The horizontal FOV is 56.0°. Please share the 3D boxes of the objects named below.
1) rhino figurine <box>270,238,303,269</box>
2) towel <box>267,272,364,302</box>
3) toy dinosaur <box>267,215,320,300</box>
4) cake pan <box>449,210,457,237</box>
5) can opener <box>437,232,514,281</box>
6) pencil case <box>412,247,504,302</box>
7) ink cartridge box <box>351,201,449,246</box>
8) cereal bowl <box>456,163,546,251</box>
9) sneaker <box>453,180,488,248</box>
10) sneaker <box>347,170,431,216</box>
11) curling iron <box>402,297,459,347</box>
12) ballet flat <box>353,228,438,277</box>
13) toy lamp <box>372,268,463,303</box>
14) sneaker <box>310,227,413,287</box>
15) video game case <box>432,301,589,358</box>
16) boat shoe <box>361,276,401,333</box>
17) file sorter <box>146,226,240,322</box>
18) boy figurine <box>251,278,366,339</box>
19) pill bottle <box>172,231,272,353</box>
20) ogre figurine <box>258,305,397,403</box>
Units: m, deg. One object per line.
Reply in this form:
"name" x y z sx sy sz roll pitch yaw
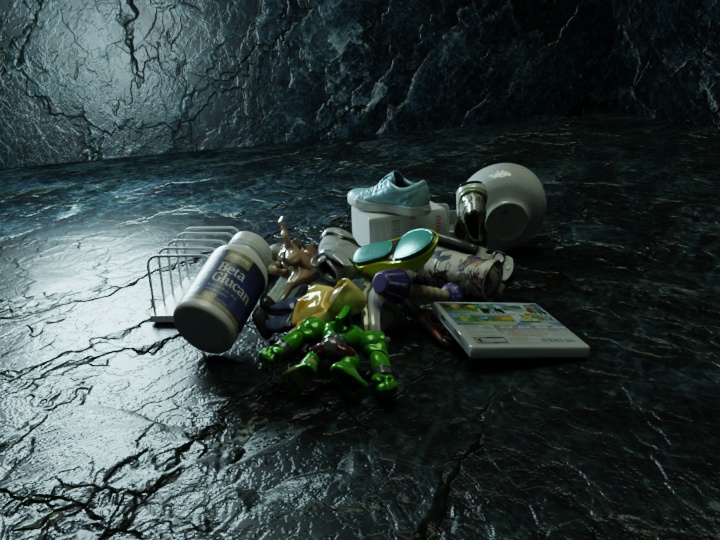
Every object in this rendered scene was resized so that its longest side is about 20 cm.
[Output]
"rhino figurine" -0.201 -0.024 1.437 0.194 0.062 0.087 -9 -5 -16
"towel" -0.080 0.046 1.294 0.187 0.036 0.200 3 18 7
"toy dinosaur" -0.115 -0.011 1.293 0.134 0.086 0.202 31 23 -28
"cake pan" 0.256 -0.105 1.640 0.194 0.038 0.201 -3 19 1
"can opener" 0.215 -0.026 1.367 0.195 0.054 0.067 19 -18 5
"pencil case" 0.174 0.005 1.287 0.196 0.090 0.079 12 58 38
"ink cartridge box" 0.092 -0.074 1.443 0.195 0.132 0.125 -8 20 -17
"cereal bowl" 0.310 -0.124 1.467 0.194 0.204 0.084 -2 35 2
"sneaker" 0.227 -0.081 1.387 0.075 0.203 0.090 -4 46 11
"sneaker" 0.058 -0.164 1.378 0.196 0.084 0.073 10 22 31
"curling iron" 0.116 0.085 1.152 0.048 0.026 0.199 -1 17 -24
"ballet flat" 0.071 -0.023 1.149 0.197 0.067 0.068 -11 44 47
"toy lamp" 0.097 0.033 1.140 0.057 0.060 0.197 16 3 43
"sneaker" 0.000 0.000 1.264 0.196 0.076 0.116 25 36 3
"video game case" 0.233 0.093 1.079 0.194 0.023 0.183 1 18 -14
"boat shoe" 0.036 0.065 1.143 0.066 0.077 0.201 3 26 2
"file sorter" -0.307 0.001 1.295 0.134 0.128 0.201 0 19 6
"boy figurine" -0.082 0.065 1.096 0.196 0.065 0.125 -14 32 33
"pill bottle" -0.221 0.029 1.133 0.108 0.113 0.202 4 42 19
"ogre figurine" -0.033 0.120 0.973 0.195 0.100 0.121 -7 28 25
